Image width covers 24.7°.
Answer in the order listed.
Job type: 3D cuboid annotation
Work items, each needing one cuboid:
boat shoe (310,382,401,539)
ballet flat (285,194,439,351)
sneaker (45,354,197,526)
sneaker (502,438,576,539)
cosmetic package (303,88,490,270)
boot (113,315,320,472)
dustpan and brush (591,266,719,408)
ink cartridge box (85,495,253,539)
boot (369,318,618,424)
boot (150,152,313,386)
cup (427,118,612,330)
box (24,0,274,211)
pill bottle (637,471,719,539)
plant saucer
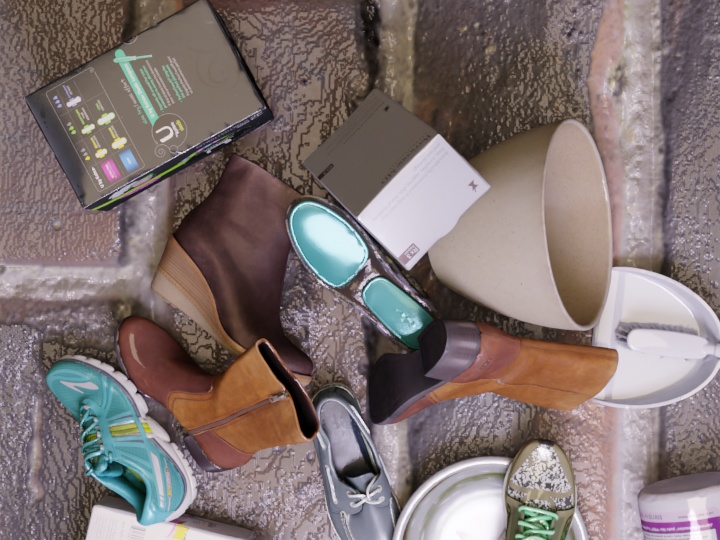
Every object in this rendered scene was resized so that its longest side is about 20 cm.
[{"bbox_3d":[-0.006,0.212,1.640,0.072,0.062,0.202,-17,90,1],"label":"boat shoe"},{"bbox_3d":[0.000,0.000,1.632,0.072,0.072,0.200,-45,102,1],"label":"ballet flat"},{"bbox_3d":[-0.243,0.164,1.617,0.200,0.079,0.078,47,134,12],"label":"sneaker"},{"bbox_3d":[0.168,0.263,1.575,0.076,0.089,0.202,8,90,1],"label":"sneaker"},{"bbox_3d":[0.030,-0.090,1.564,0.113,0.200,0.081,-46,113,0],"label":"cosmetic package"},{"bbox_3d":[-0.143,0.103,1.572,0.068,0.200,0.189,-29,90,-34],"label":"boot"},{"bbox_3d":[0.333,0.075,1.635,0.198,0.057,0.141,7,90,1],"label":"dustpan and brush"},{"bbox_3d":[-0.178,0.307,1.642,0.198,0.067,0.117,14,91,2],"label":"ink cartridge box"},{"bbox_3d":[0.124,0.108,1.616,0.199,0.188,0.069,10,51,-27],"label":"boot"},{"bbox_3d":[-0.094,0.000,1.634,0.199,0.072,0.167,36,93,4],"label":"boot"},{"bbox_3d":[0.147,-0.040,1.589,0.142,0.200,0.202,-3,90,27],"label":"cup"},{"bbox_3d":[-0.201,-0.157,1.597,0.199,0.149,0.125,-29,91,1],"label":"box"},{"bbox_3d":[0.341,0.306,1.612,0.111,0.112,0.202,-10,90,1],"label":"pill bottle"},{"bbox_3d":[0.129,0.283,1.645,0.198,0.050,0.202,0,91,1],"label":"plant saucer"}]
